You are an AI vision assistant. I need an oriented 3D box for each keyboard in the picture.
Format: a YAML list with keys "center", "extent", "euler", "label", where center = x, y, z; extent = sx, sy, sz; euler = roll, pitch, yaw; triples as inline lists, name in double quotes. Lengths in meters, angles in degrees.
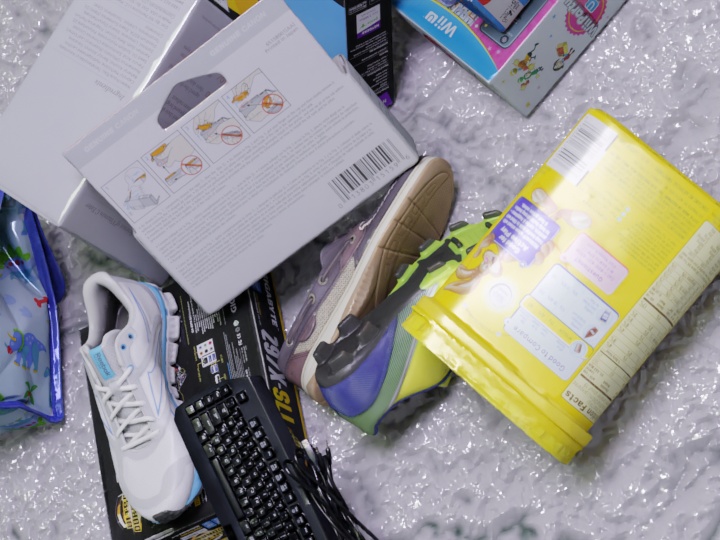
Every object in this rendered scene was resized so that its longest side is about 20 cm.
- center: [-0.057, 0.167, 1.582]
  extent: [0.104, 0.040, 0.201]
  euler: [-29, 82, 16]
  label: "keyboard"

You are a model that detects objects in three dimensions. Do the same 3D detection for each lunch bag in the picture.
- center: [-0.335, 0.036, 1.803]
  extent: [0.169, 0.127, 0.201]
  euler: [-15, 73, 27]
  label: "lunch bag"

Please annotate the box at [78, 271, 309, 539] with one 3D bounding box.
- center: [-0.125, 0.105, 1.692]
  extent: [0.159, 0.049, 0.201]
  euler: [-27, 58, 23]
  label: "box"

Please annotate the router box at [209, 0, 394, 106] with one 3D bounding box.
- center: [-0.052, -0.225, 1.725]
  extent: [0.051, 0.150, 0.200]
  euler: [-28, 48, -25]
  label: "router box"

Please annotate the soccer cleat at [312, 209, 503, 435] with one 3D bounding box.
- center: [0.055, 0.036, 1.606]
  extent: [0.200, 0.084, 0.065]
  euler: [-40, 24, -10]
  label: "soccer cleat"

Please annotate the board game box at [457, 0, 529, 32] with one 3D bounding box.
- center: [0.093, -0.306, 1.648]
  extent: [0.196, 0.056, 0.200]
  euler: [-50, 52, 3]
  label: "board game box"

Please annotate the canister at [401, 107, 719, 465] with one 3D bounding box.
- center: [0.147, 0.009, 1.522]
  extent: [0.148, 0.087, 0.200]
  euler: [40, 91, 13]
  label: "canister"

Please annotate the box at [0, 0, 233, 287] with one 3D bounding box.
- center: [-0.171, -0.115, 1.700]
  extent: [0.106, 0.152, 0.200]
  euler: [31, 88, 32]
  label: "box"

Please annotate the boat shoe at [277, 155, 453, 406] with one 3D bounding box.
- center: [0.000, 0.000, 1.645]
  extent: [0.065, 0.072, 0.201]
  euler: [26, 89, 34]
  label: "boat shoe"

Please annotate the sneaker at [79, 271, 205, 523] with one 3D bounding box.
- center: [-0.172, 0.090, 1.646]
  extent: [0.075, 0.087, 0.201]
  euler: [-26, 60, 19]
  label: "sneaker"

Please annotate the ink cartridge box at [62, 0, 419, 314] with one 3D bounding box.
- center: [-0.087, -0.088, 1.617]
  extent: [0.200, 0.174, 0.044]
  euler: [-36, 26, 11]
  label: "ink cartridge box"

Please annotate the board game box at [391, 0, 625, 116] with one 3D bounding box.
- center: [0.129, -0.237, 1.670]
  extent: [0.200, 0.064, 0.148]
  euler: [-51, 52, 4]
  label: "board game box"
